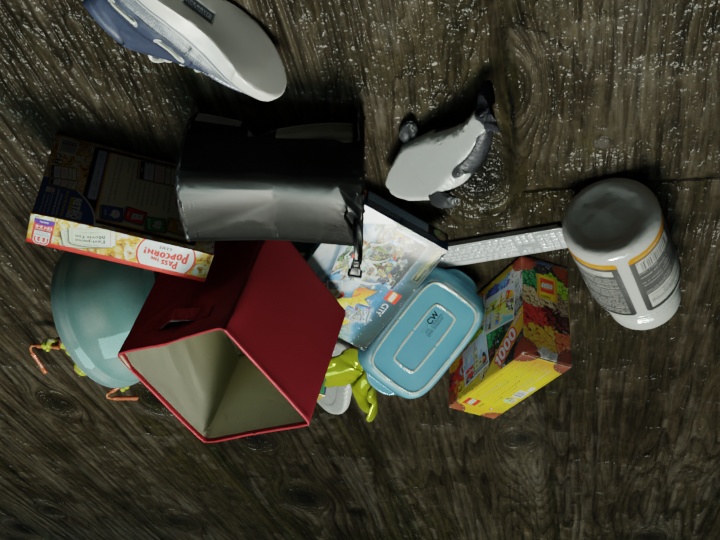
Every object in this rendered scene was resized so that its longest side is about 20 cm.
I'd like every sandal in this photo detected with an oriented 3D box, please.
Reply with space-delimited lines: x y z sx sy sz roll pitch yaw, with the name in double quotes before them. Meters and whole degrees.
"sandal" -0.030 0.172 1.631 0.050 0.082 0.203 -31 161 -29

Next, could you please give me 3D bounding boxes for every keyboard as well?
"keyboard" 0.171 -0.028 1.320 0.200 0.011 0.056 -9 147 21

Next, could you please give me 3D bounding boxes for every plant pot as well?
"plant pot" -0.283 0.040 1.314 0.134 0.201 0.200 -18 143 23

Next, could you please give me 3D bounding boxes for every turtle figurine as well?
"turtle figurine" -0.407 0.132 1.600 0.200 0.064 0.161 34 131 -27

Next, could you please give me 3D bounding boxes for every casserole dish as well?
"casserole dish" 0.084 0.087 1.356 0.121 0.200 0.039 37 -176 -9

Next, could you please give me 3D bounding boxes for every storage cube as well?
"storage cube" -0.148 0.076 1.213 0.171 0.180 0.200 -15 129 32

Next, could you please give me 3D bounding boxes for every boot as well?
"boot" -0.168 -0.228 0.985 0.090 0.073 0.200 -16 136 42

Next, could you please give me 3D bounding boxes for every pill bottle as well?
"pill bottle" 0.324 -0.014 1.223 0.116 0.117 0.200 -10 146 22

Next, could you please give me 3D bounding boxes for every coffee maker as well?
"coffee maker" -0.095 -0.089 1.078 0.200 0.192 0.135 0 120 1

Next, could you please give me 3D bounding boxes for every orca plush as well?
"orca plush" 0.103 -0.142 1.114 0.105 0.071 0.200 49 143 13

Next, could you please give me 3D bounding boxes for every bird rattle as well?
"bird rattle" 0.033 0.107 1.458 0.113 0.200 0.163 41 179 -2

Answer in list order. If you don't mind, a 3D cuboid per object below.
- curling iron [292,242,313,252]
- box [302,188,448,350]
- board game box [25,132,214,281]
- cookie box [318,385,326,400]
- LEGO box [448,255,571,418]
"curling iron" -0.097 -0.032 1.297 0.200 0.026 0.050 -11 -176 -6
"box" 0.000 0.000 1.278 0.136 0.038 0.200 28 124 -16
"board game box" -0.265 -0.074 1.154 0.200 0.152 0.046 14 130 -15
"cookie box" -0.163 0.158 1.572 0.200 0.075 0.171 12 161 -12
"LEGO box" 0.202 0.096 1.387 0.077 0.149 0.200 16 146 -18
